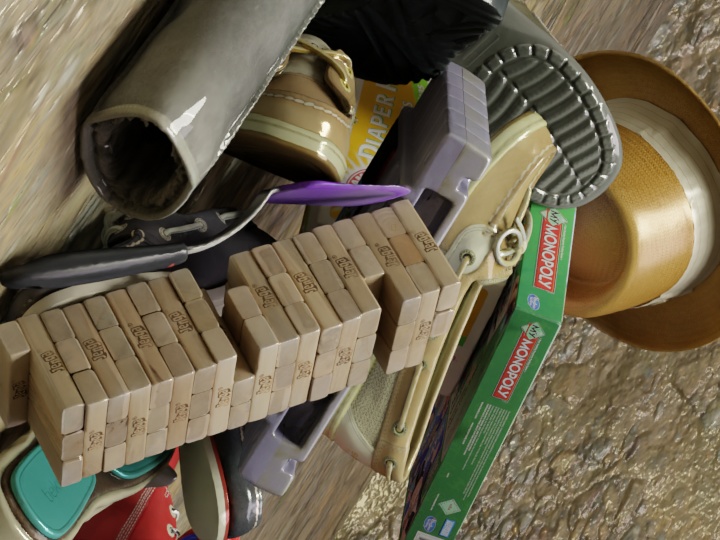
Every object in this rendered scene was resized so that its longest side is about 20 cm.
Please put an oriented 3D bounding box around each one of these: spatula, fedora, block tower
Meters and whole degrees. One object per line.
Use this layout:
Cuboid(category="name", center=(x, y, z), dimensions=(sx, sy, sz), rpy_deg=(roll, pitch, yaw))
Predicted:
Cuboid(category="spatula", center=(-0.066, -0.017, 1.052), dimensions=(0.199, 0.021, 0.056), rpy_deg=(-18, -177, -33))
Cuboid(category="fedora", center=(0.139, -0.029, 1.409), dimensions=(0.082, 0.201, 0.201), rpy_deg=(-24, 153, -35))
Cuboid(category="block tower", center=(-0.057, 0.031, 1.051), dimensions=(0.199, 0.058, 0.054), rpy_deg=(-17, 144, -23))

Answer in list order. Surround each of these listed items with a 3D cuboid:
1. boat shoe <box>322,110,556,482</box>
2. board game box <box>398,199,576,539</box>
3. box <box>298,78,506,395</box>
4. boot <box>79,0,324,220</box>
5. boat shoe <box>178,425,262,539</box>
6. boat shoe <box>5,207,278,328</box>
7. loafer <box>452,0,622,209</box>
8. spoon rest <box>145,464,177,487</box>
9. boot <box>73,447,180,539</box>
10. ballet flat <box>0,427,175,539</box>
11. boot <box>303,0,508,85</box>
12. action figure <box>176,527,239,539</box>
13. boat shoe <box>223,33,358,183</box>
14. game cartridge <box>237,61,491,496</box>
Cuboid(category="boat shoe", center=(0.047, 0.013, 1.233), dimensions=(0.201, 0.063, 0.073), rpy_deg=(-57, 171, 12))
Cuboid(category="board game box", center=(0.071, 0.054, 1.363), dimensions=(0.135, 0.029, 0.201), rpy_deg=(-76, -173, -51))
Cuboid(category="box", center=(0.030, -0.047, 1.372), dimensions=(0.102, 0.112, 0.201), rpy_deg=(113, -8, -48))
Cuboid(category="boot", center=(-0.037, -0.131, 0.999), dimensions=(0.200, 0.072, 0.182), rpy_deg=(-48, 169, -28))
Cuboid(category="boat shoe", center=(-0.068, 0.080, 1.293), dimensions=(0.200, 0.062, 0.072), rpy_deg=(-112, -153, -65))
Cuboid(category="boat shoe", center=(-0.100, 0.005, 1.113), dimensions=(0.073, 0.063, 0.200), rpy_deg=(-48, 158, 27))
Cuboid(category="loafer", center=(0.071, -0.120, 1.299), dimensions=(0.075, 0.200, 0.070), rpy_deg=(-33, -161, 18))
Cuboid(category="spoon rest", center=(-0.171, 0.160, 1.237), dimensions=(0.099, 0.061, 0.200), rpy_deg=(-7, -140, 45))
Cuboid(category="boot", center=(-0.109, 0.163, 1.353), dimensions=(0.200, 0.144, 0.073), rpy_deg=(-52, 170, -45))
Cuboid(category="ballet flat", center=(-0.150, 0.099, 1.188), dimensions=(0.070, 0.069, 0.200), rpy_deg=(-61, 170, 19))
Cuboid(category="boot", center=(0.039, -0.187, 1.170), dimensions=(0.200, 0.076, 0.169), rpy_deg=(-20, -130, 67))
Cuboid(category="action figure", center=(-0.102, 0.187, 1.246), dimensions=(0.066, 0.051, 0.201), rpy_deg=(87, 23, -44))
Cuboid(category="boat shoe", center=(-0.036, -0.080, 1.138), dimensions=(0.200, 0.074, 0.067), rpy_deg=(-155, -94, -81))
Cuboid(category="game cartridge", center=(0.000, 0.000, 1.188), dimensions=(0.201, 0.038, 0.130), rpy_deg=(-59, -166, 18))
